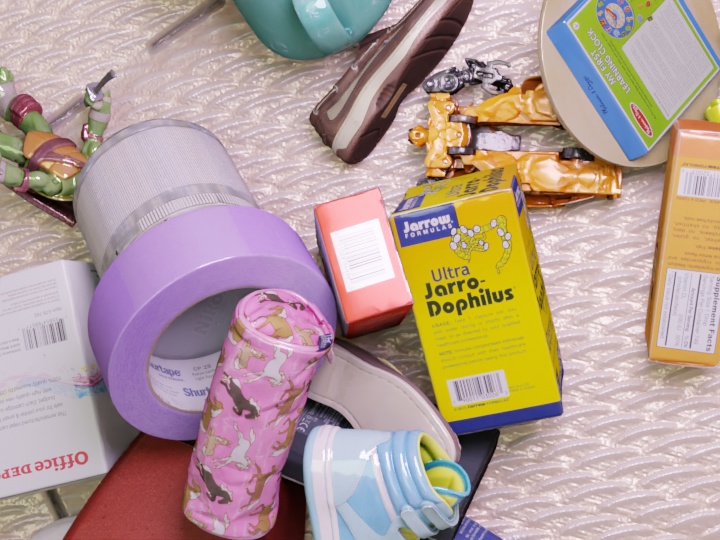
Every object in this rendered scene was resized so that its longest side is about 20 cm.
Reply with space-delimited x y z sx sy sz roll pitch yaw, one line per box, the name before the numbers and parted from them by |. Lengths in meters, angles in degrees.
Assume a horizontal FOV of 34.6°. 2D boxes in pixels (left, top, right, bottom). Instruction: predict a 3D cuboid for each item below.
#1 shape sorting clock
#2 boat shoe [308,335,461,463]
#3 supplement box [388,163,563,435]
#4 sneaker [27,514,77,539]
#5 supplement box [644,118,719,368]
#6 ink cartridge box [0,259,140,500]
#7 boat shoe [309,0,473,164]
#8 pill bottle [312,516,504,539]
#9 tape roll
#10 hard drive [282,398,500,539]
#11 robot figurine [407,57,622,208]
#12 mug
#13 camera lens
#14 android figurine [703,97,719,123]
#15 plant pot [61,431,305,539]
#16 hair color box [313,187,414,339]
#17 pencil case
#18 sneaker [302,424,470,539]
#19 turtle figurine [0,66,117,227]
shape sorting clock | 0.236 -0.191 1.005 0.197 0.039 0.204 1 88 -29
boat shoe | 0.015 0.114 1.016 0.199 0.059 0.073 31 106 31
supplement box | 0.106 0.024 1.010 0.108 0.109 0.203 -12 104 14
sneaker | -0.345 0.312 1.152 0.198 0.088 0.076 -31 79 11
supplement box | 0.287 -0.023 0.990 0.068 0.067 0.203 9 107 10
ink cartridge box | -0.295 0.106 1.118 0.143 0.145 0.203 -13 84 13
boat shoe | 0.022 -0.202 1.089 0.075 0.075 0.203 41 98 18
pill bottle | 0.059 0.265 1.038 0.198 0.111 0.112 30 95 14
tape roll | -0.121 0.046 0.953 0.200 0.200 0.066 -41 48 9
hard drive | 0.015 0.158 1.044 0.197 0.140 0.033 20 125 14
robot figurine | 0.142 -0.118 1.061 0.197 0.058 0.148 4 88 14
mug | -0.047 -0.258 1.061 0.150 0.115 0.187 -1 51 34
camera lens | -0.166 -0.028 1.056 0.160 0.160 0.201 -41 49 9
android figurine | 0.396 -0.141 0.999 0.180 0.041 0.203 -23 86 10
plant pot | -0.152 0.253 1.059 0.197 0.200 0.179 18 83 14
hair color box | 0.000 0.000 1.016 0.060 0.200 0.103 -16 84 -4
pencil case | -0.082 0.117 0.918 0.085 0.083 0.202 20 114 -1
sneaker | 0.032 0.219 0.937 0.128 0.080 0.203 -6 110 15
turtle figurine | -0.321 -0.148 1.129 0.192 0.200 0.145 29 81 23
